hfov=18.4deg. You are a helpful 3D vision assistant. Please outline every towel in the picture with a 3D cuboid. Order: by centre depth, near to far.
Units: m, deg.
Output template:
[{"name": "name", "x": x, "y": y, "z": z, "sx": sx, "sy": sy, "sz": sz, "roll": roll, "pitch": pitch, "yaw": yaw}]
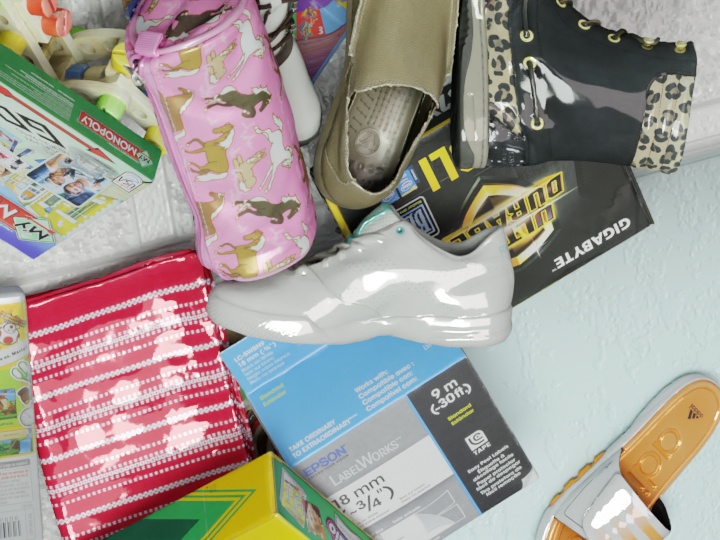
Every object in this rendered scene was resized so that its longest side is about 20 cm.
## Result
[{"name": "towel", "x": -0.150, "y": 0.095, "z": 1.496, "sx": 0.144, "sy": 0.022, "sz": 0.201, "roll": -15, "pitch": 102, "yaw": -9}]

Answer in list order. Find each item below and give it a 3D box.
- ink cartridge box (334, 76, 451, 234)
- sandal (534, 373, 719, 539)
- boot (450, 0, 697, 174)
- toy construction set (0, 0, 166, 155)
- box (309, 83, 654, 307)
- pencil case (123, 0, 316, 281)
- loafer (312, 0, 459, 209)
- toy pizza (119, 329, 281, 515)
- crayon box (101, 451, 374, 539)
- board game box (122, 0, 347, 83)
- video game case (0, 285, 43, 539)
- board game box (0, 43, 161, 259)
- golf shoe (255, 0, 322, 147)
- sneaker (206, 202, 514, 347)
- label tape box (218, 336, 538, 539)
[{"name": "ink cartridge box", "x": 0.055, "y": -0.109, "z": 1.536, "sx": 0.099, "sy": 0.039, "sz": 0.201, "roll": 15, "pitch": 109, "yaw": -28}, {"name": "sandal", "x": 0.211, "y": 0.166, "z": 1.685, "sx": 0.079, "sy": 0.059, "sz": 0.207, "roll": 41, "pitch": 85, "yaw": -27}, {"name": "boot", "x": 0.140, "y": -0.161, "z": 1.440, "sx": 0.153, "sy": 0.073, "sz": 0.205, "roll": 5, "pitch": 88, "yaw": -2}, {"name": "toy construction set", "x": -0.185, "y": -0.160, "z": 1.368, "sx": 0.092, "sy": 0.131, "sz": 0.201, "roll": -57, "pitch": 148, "yaw": -38}, {"name": "box", "x": 0.085, "y": -0.050, "z": 1.528, "sx": 0.199, "sy": 0.049, "sz": 0.160, "roll": -30, "pitch": 121, "yaw": -4}, {"name": "pencil case", "x": -0.084, "y": -0.085, "z": 1.369, "sx": 0.086, "sy": 0.083, "sz": 0.200, "roll": -9, "pitch": 132, "yaw": 10}, {"name": "loafer", "x": 0.025, "y": -0.131, "z": 1.418, "sx": 0.076, "sy": 0.067, "sz": 0.201, "roll": 8, "pitch": 101, "yaw": -20}, {"name": "toy pizza", "x": -0.090, "y": 0.133, "z": 1.554, "sx": 0.199, "sy": 0.032, "sz": 0.201, "roll": -7, "pitch": 107, "yaw": -23}, {"name": "crayon box", "x": -0.073, "y": 0.225, "z": 1.507, "sx": 0.172, "sy": 0.058, "sz": 0.200, "roll": -29, "pitch": 134, "yaw": 18}, {"name": "board game box", "x": -0.057, "y": -0.199, "z": 1.471, "sx": 0.158, "sy": 0.039, "sz": 0.200, "roll": 36, "pitch": 88, "yaw": -28}, {"name": "video game case", "x": -0.310, "y": 0.110, "z": 1.442, "sx": 0.199, "sy": 0.023, "sz": 0.183, "roll": -7, "pitch": 107, "yaw": -16}, {"name": "board game box", "x": -0.241, "y": -0.090, "z": 1.374, "sx": 0.200, "sy": 0.134, "sz": 0.029, "roll": 33, "pitch": 48, "yaw": -28}, {"name": "golf shoe", "x": -0.072, "y": -0.158, "z": 1.394, "sx": 0.078, "sy": 0.094, "sz": 0.200, "roll": -49, "pitch": 119, "yaw": -30}, {"name": "sneaker", "x": 0.000, "y": 0.000, "z": 1.438, "sx": 0.199, "sy": 0.075, "sz": 0.089, "roll": 0, "pitch": 104, "yaw": -7}, {"name": "label tape box", "x": 0.015, "y": 0.102, "z": 1.519, "sx": 0.144, "sy": 0.063, "sz": 0.200, "roll": -32, "pitch": 127, "yaw": 0}]
